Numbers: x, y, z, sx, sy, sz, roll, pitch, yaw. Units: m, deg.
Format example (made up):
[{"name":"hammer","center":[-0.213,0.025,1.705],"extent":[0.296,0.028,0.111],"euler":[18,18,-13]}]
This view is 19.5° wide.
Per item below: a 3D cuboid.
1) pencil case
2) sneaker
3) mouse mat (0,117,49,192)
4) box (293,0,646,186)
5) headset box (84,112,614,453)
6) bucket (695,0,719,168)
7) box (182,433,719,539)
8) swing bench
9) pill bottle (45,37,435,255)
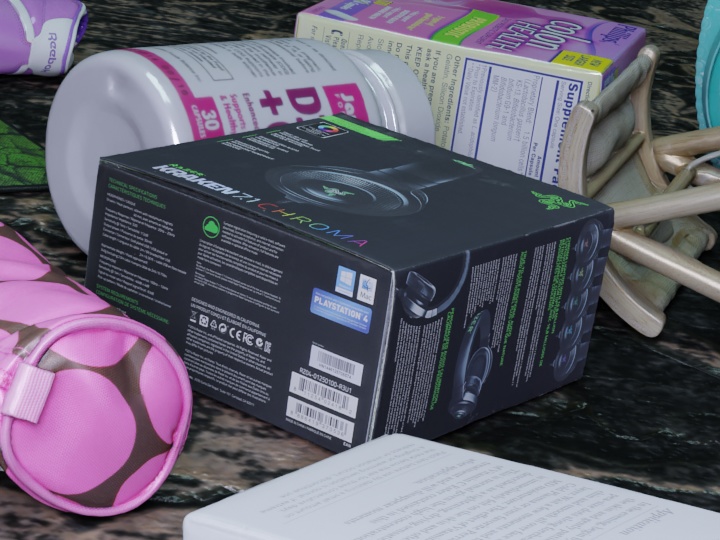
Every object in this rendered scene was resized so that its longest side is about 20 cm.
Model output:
[{"name":"pencil case","center":[-0.153,0.026,0.853],"extent":[0.200,0.091,0.094],"euler":[27,-10,48]},{"name":"sneaker","center":[-0.256,-0.184,1.479],"extent":[0.114,0.073,0.201],"euler":[3,29,-27]},{"name":"mouse mat","center":[-0.270,-0.078,1.239],"extent":[0.160,0.008,0.200],"euler":[-4,21,-35]},{"name":"box","center":[0.070,-0.118,1.370],"extent":[0.199,0.097,0.176],"euler":[14,19,13]},{"name":"headset box","center":[0.000,0.000,0.988],"extent":[0.174,0.093,0.200],"euler":[21,21,33]},{"name":"bucket","center":[0.319,-0.135,1.380],"extent":[0.134,0.208,0.207],"euler":[10,15,36]},{"name":"box","center":[0.059,0.129,0.534],"extent":[0.199,0.125,0.097],"euler":[12,17,36]},{"name":"swing bench","center":[0.222,-0.038,1.160],"extent":[0.199,0.130,0.199],"euler":[8,18,17]},{"name":"pill bottle","center":[-0.060,-0.067,1.129],"extent":[0.113,0.114,0.199],"euler":[24,24,39]}]
